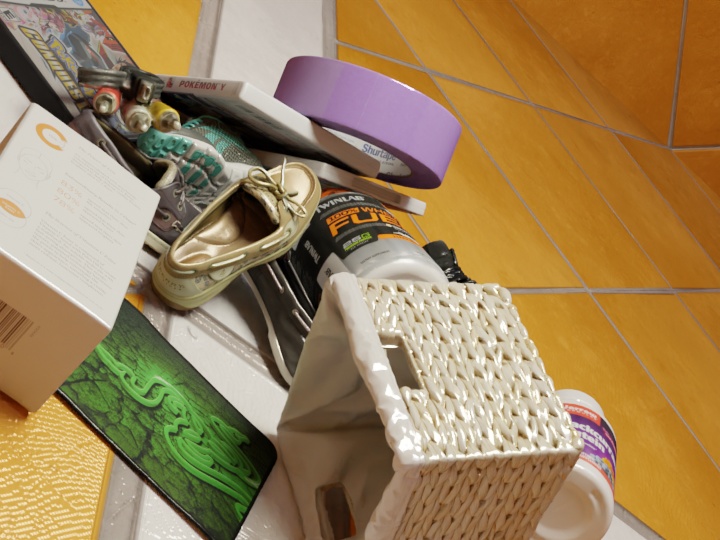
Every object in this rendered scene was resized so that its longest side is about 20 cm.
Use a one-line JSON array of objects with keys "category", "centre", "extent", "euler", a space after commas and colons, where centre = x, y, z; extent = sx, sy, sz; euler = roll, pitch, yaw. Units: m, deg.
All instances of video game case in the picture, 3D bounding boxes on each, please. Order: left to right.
[{"category": "video game case", "centre": [-0.275, -0.198, 1.292], "extent": [0.200, 0.025, 0.181], "euler": [52, 23, 9]}, {"category": "video game case", "centre": [-0.104, -0.152, 1.390], "extent": [0.200, 0.023, 0.182], "euler": [26, -9, -42]}, {"category": "video game case", "centre": [-0.038, -0.098, 1.454], "extent": [0.143, 0.017, 0.200], "euler": [14, -2, 36]}]

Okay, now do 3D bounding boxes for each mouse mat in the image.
[{"category": "mouse mat", "centre": [-0.152, 0.112, 1.042], "extent": [0.200, 0.008, 0.161], "euler": [46, 23, -8]}]

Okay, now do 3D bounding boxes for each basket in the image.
[{"category": "basket", "centre": [0.045, 0.137, 1.052], "extent": [0.160, 0.200, 0.198], "euler": [2, 43, -23]}]

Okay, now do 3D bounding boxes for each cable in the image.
[{"category": "cable", "centre": [-0.221, -0.163, 1.232], "extent": [0.097, 0.050, 0.200], "euler": [15, 8, -17]}]

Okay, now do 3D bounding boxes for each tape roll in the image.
[{"category": "tape roll", "centre": [0.003, -0.154, 1.404], "extent": [0.200, 0.066, 0.200], "euler": [22, -7, 3]}]

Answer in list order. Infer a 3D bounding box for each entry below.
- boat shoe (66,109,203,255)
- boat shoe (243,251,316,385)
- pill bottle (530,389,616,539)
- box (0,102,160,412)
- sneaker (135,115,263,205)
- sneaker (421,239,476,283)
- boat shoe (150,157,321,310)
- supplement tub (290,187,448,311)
[{"category": "boat shoe", "centre": [-0.188, -0.071, 1.193], "extent": [0.200, 0.065, 0.072], "euler": [37, 22, -29]}, {"category": "boat shoe", "centre": [-0.071, 0.011, 1.240], "extent": [0.200, 0.057, 0.067], "euler": [67, 14, 15]}, {"category": "pill bottle", "centre": [0.218, 0.207, 1.422], "extent": [0.111, 0.111, 0.200], "euler": [45, 22, -7]}, {"category": "box", "centre": [-0.238, -0.015, 0.967], "extent": [0.124, 0.097, 0.200], "euler": [38, 25, -18]}, {"category": "sneaker", "centre": [-0.162, -0.115, 1.303], "extent": [0.091, 0.078, 0.200], "euler": [61, 17, 22]}, {"category": "sneaker", "centre": [0.087, 0.013, 1.460], "extent": [0.060, 0.200, 0.104], "euler": [-7, 80, -21]}, {"category": "boat shoe", "centre": [-0.102, -0.040, 1.182], "extent": [0.073, 0.063, 0.200], "euler": [40, 56, 7]}, {"category": "supplement tub", "centre": [0.000, 0.000, 1.312], "extent": [0.122, 0.123, 0.200], "euler": [32, 11, -34]}]
